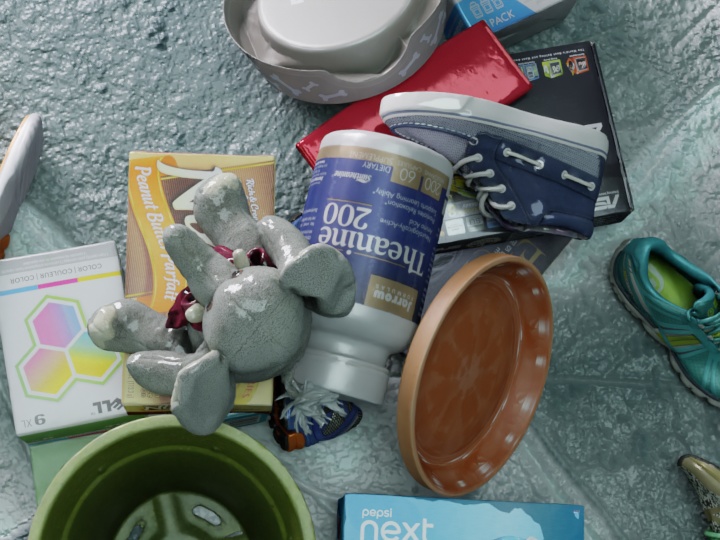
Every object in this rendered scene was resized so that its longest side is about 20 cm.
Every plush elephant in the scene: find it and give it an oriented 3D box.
[{"bbox_3d":[-0.088,0.026,0.903,0.200,0.155,0.165,43,77,11],"label":"plush elephant"}]

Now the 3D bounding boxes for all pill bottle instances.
[{"bbox_3d":[0.000,0.000,1.028,0.110,0.111,0.201,14,81,-3],"label":"pill bottle"}]

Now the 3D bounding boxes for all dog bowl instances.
[{"bbox_3d":[-0.016,-0.228,1.135,0.199,0.059,0.201,-7,53,10],"label":"dog bowl"}]

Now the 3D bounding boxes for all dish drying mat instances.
[{"bbox_3d":[0.046,-0.132,1.117,0.200,0.018,0.077,-35,82,-10],"label":"dish drying mat"}]

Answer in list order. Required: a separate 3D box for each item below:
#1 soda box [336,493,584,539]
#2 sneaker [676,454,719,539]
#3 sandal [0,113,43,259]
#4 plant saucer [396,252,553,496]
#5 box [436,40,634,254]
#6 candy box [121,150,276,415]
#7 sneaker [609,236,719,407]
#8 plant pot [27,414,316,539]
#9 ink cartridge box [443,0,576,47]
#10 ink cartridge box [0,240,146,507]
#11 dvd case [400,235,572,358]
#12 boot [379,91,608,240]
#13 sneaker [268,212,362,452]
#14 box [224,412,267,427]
[{"bbox_3d":[0.081,0.223,1.074,0.199,0.064,0.068,4,76,-5],"label":"soda box"},{"bbox_3d":[0.315,0.249,1.093,0.088,0.077,0.200,-32,80,-4],"label":"sneaker"},{"bbox_3d":[-0.324,-0.043,1.090,0.059,0.079,0.208,17,67,-1],"label":"sandal"},{"bbox_3d":[0.091,0.083,1.058,0.032,0.200,0.201,18,72,37],"label":"plant saucer"},{"bbox_3d":[0.124,-0.107,1.148,0.199,0.049,0.162,-9,79,-6],"label":"box"},{"bbox_3d":[-0.125,0.010,1.021,0.115,0.055,0.201,1,76,-7],"label":"candy box"},{"bbox_3d":[0.296,0.049,1.130,0.200,0.080,0.078,43,76,4],"label":"sneaker"},{"bbox_3d":[-0.137,0.219,0.986,0.199,0.190,0.201,1,77,-5],"label":"plant pot"},{"bbox_3d":[0.101,-0.305,1.197,0.115,0.068,0.201,-26,81,-11],"label":"ink cartridge box"},{"bbox_3d":[-0.235,0.085,1.073,0.103,0.059,0.201,-10,78,-9],"label":"ink cartridge box"},{"bbox_3d":[0.081,-0.016,1.155,0.149,0.016,0.200,41,76,4],"label":"dvd case"},{"bbox_3d":[0.108,-0.085,1.074,0.199,0.073,0.091,10,81,-11],"label":"boot"},{"bbox_3d":[-0.041,0.051,1.105,0.078,0.075,0.201,-1,83,-18],"label":"sneaker"},{"bbox_3d":[-0.119,0.028,1.089,0.049,0.082,0.201,-10,79,-10],"label":"box"}]
